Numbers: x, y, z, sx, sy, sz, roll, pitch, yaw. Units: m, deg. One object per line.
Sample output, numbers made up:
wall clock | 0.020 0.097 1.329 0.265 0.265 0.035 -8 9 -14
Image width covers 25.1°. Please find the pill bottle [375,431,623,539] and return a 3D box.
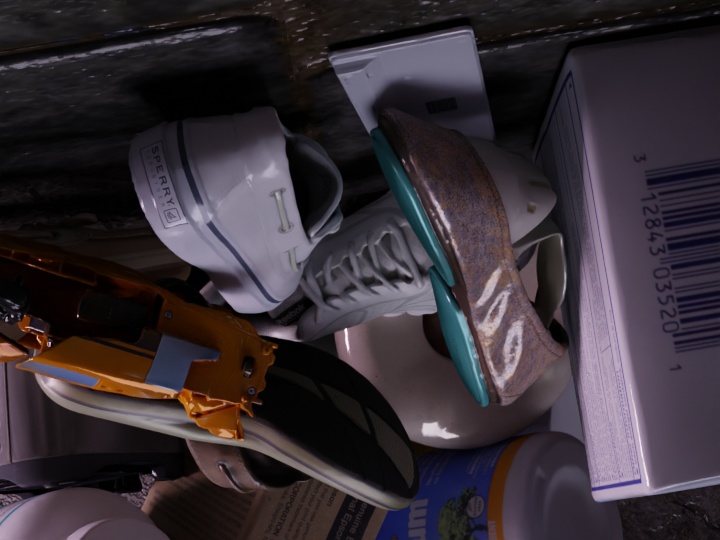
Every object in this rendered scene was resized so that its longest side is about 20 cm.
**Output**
pill bottle | 0.045 0.164 0.958 0.198 0.114 0.111 -16 169 38

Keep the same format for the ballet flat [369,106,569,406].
ballet flat | 0.056 -0.015 0.726 0.067 0.068 0.201 -28 144 -4

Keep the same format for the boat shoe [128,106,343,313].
boat shoe | -0.037 -0.025 0.697 0.066 0.074 0.200 -17 175 7

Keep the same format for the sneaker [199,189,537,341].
sneaker | 0.000 0.000 0.816 0.198 0.076 0.081 -19 -174 35

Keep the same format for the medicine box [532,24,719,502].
medicine box | 0.148 0.006 0.738 0.102 0.185 0.200 -9 171 1

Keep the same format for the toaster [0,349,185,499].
toaster | -0.176 0.064 0.930 0.112 0.131 0.200 -12 170 22

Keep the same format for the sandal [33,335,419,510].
sandal | -0.064 0.071 0.794 0.199 0.080 0.058 18 125 -10

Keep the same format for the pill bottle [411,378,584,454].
pill bottle | 0.047 0.097 1.059 0.198 0.114 0.112 -2 176 29

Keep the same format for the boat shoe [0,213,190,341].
boat shoe | -0.180 0.000 0.791 0.198 0.063 0.073 -9 155 -28

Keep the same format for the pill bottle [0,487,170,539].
pill bottle | -0.169 0.178 0.871 0.110 0.112 0.199 -3 169 -35

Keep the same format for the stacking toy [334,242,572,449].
stacking toy | 0.043 0.020 0.978 0.144 0.148 0.200 -8 -174 -9

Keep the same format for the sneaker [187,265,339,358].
sneaker | -0.072 0.019 1.023 0.118 0.074 0.200 42 173 -24

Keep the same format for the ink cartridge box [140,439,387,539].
ink cartridge box | -0.068 0.155 0.933 0.075 0.166 0.200 27 173 -20

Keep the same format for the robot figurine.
robot figurine | -0.139 0.016 0.688 0.198 0.059 0.145 17 179 -12

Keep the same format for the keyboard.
keyboard | 0.027 -0.071 0.702 0.056 0.011 0.200 -16 171 5
